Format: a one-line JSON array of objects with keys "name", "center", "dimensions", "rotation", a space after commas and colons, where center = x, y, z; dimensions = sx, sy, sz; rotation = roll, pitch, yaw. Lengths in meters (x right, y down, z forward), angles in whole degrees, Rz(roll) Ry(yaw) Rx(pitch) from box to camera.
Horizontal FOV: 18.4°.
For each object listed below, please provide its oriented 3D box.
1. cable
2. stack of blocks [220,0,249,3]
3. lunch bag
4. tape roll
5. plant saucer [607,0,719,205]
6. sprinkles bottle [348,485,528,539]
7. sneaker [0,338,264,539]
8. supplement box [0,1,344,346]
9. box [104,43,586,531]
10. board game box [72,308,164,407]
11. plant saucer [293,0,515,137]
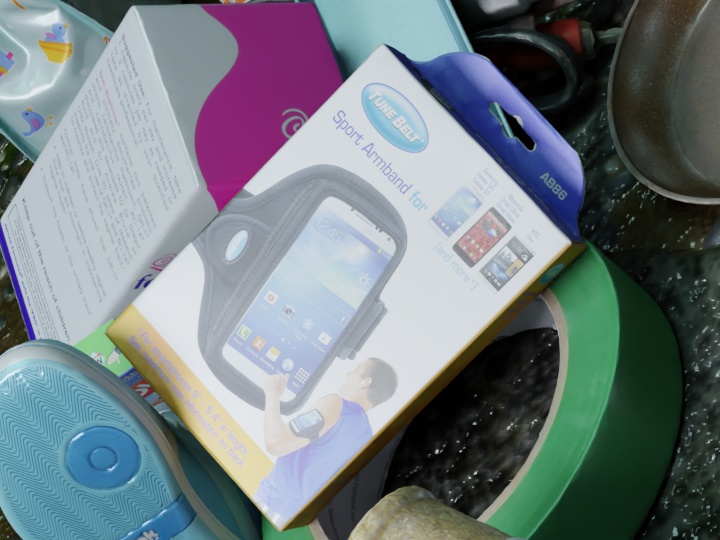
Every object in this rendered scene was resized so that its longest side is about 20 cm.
[{"name": "cable", "center": [0.035, -0.112, 1.090], "dimensions": [0.199, 0.097, 0.050], "rotation": [-13, 5, 22]}, {"name": "stack of blocks", "center": [0.004, -0.148, 1.202], "dimensions": [0.115, 0.059, 0.200], "rotation": [-49, 34, 6]}, {"name": "lunch bag", "center": [-0.199, -0.161, 1.332], "dimensions": [0.122, 0.200, 0.171], "rotation": [-41, 34, 17]}, {"name": "tape roll", "center": [0.045, 0.073, 0.960], "dimensions": [0.200, 0.048, 0.201], "rotation": [-31, 39, 30]}, {"name": "plant saucer", "center": [0.194, -0.107, 0.959], "dimensions": [0.200, 0.032, 0.201], "rotation": [-31, 39, 29]}, {"name": "sprinkles bottle", "center": [0.085, 0.141, 0.763], "dimensions": [0.200, 0.068, 0.068], "rotation": [23, 77, 30]}, {"name": "sneaker", "center": [-0.102, 0.083, 1.004], "dimensions": [0.079, 0.200, 0.131], "rotation": [-26, 31, 12]}, {"name": "supplement box", "center": [-0.089, -0.034, 1.077], "dimensions": [0.200, 0.101, 0.104], "rotation": [-51, 54, 48]}, {"name": "box", "center": [0.000, 0.000, 0.943], "dimensions": [0.200, 0.041, 0.119], "rotation": [-46, 77, 12]}, {"name": "board game box", "center": [-0.106, 0.057, 1.085], "dimensions": [0.200, 0.134, 0.029], "rotation": [-33, 72, 28]}, {"name": "plant saucer", "center": [0.016, -0.105, 1.049], "dimensions": [0.070, 0.019, 0.201], "rotation": [-28, 64, 12]}]
